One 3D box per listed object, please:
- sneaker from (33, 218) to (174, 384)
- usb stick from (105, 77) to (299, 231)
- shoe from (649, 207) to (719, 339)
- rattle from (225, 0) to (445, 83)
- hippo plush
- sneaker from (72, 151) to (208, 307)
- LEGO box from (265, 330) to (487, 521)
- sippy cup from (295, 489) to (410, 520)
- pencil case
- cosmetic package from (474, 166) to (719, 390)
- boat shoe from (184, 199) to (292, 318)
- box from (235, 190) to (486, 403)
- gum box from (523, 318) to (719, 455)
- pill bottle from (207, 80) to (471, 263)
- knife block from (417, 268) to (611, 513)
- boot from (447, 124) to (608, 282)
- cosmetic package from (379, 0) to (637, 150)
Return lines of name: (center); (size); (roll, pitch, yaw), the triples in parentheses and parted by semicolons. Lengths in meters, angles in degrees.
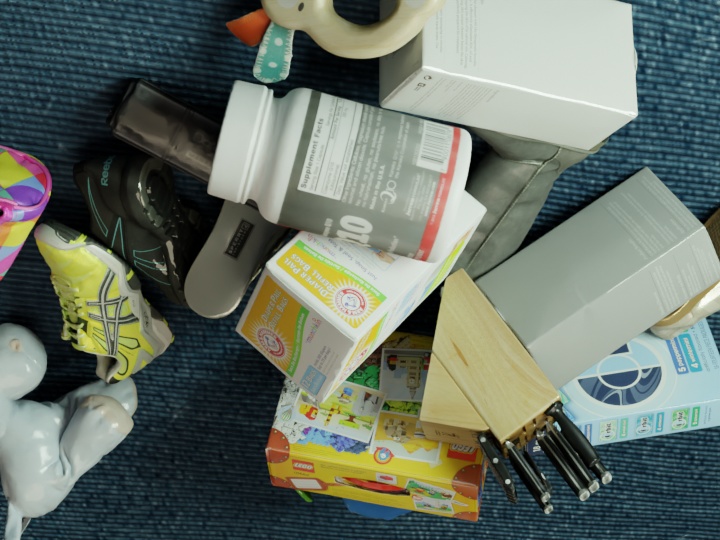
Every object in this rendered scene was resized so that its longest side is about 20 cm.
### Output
sneaker: (-0.237, 0.031, 1.803); (0.076, 0.075, 0.200); (-50, 136, -16)
usb stick: (-0.118, -0.097, 1.700); (0.200, 0.033, 0.056); (27, 97, -13)
shoe: (0.344, -0.010, 1.891); (0.200, 0.070, 0.053); (-39, 133, -3)
rattle: (-0.044, -0.210, 1.555); (0.199, 0.143, 0.131); (-16, 106, 23)
hippo plush: (-0.324, 0.138, 1.885); (0.161, 0.159, 0.200); (43, 86, -12)
sneaker: (-0.190, -0.040, 1.775); (0.079, 0.076, 0.200); (6, 146, 19)
LEGO box: (0.026, 0.138, 1.889); (0.199, 0.149, 0.077); (9, 149, 9)
sippy cup: (0.019, 0.168, 1.985); (0.139, 0.131, 0.178); (10, 132, -23)
pencil case: (-0.337, -0.020, 1.737); (0.088, 0.089, 0.200); (13, 132, -25)
cosmetic package: (0.219, 0.008, 1.845); (0.200, 0.107, 0.090); (-34, 136, 0)
boat shoe: (-0.092, -0.051, 1.774); (0.071, 0.064, 0.200); (34, 103, -3)
box: (0.000, 0.000, 1.731); (0.101, 0.200, 0.113); (40, 143, 8)
gum box: (0.237, 0.085, 1.919); (0.199, 0.170, 0.045); (-9, 137, -3)
pill bottle: (-0.018, -0.083, 1.641); (0.199, 0.114, 0.114); (14, 133, -3)
knife block: (0.146, 0.110, 1.800); (0.175, 0.201, 0.064); (8, 161, 10)
boot: (0.105, -0.080, 1.797); (0.181, 0.073, 0.200); (18, 135, -30)
cosmetic package: (0.122, -0.176, 1.648); (0.199, 0.108, 0.085); (12, 156, -23)
